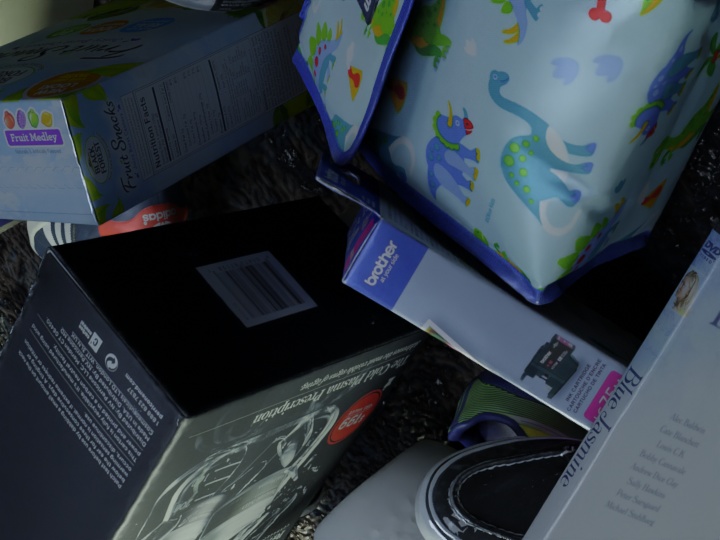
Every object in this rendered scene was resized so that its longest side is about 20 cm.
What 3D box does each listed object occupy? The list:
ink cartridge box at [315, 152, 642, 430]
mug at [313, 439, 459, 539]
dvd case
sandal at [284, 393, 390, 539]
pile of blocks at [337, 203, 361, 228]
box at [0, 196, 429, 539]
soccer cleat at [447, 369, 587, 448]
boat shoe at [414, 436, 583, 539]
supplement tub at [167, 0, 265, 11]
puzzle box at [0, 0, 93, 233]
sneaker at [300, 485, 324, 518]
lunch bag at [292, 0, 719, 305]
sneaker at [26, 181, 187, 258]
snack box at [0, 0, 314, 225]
[{"bbox_3d":[0.057,0.013,0.626,0.199,0.119,0.042,33,100,-6],"label":"ink cartridge box"},{"bbox_3d":[0.039,0.208,0.745,0.176,0.199,0.148,51,159,13],"label":"mug"},{"bbox_3d":[0.161,0.092,0.581,0.141,0.018,0.202,23,104,-23],"label":"dvd case"},{"bbox_3d":[-0.059,0.123,0.817,0.075,0.200,0.045,44,179,-23],"label":"sandal"},{"bbox_3d":[0.000,0.000,0.745,0.199,0.062,0.083,-20,102,45],"label":"pile of blocks"},{"bbox_3d":[-0.088,0.074,0.658,0.104,0.199,0.183,46,122,19],"label":"box"},{"bbox_3d":[0.123,0.139,0.711,0.200,0.084,0.065,48,135,5],"label":"soccer cleat"},{"bbox_3d":[0.127,0.113,0.641,0.197,0.073,0.068,6,155,-1],"label":"boat shoe"},{"bbox_3d":[-0.056,-0.233,0.606,0.122,0.122,0.201,40,133,13],"label":"supplement tub"},{"bbox_3d":[-0.227,-0.104,0.820,0.025,0.133,0.202,33,132,18],"label":"puzzle box"},{"bbox_3d":[-0.075,0.072,0.838,0.082,0.071,0.202,-19,102,52],"label":"sneaker"},{"bbox_3d":[0.060,-0.116,0.586,0.200,0.127,0.172,41,130,25],"label":"lunch bag"},{"bbox_3d":[-0.159,-0.014,0.828,0.200,0.074,0.086,-34,74,64],"label":"sneaker"},{"bbox_3d":[-0.133,-0.094,0.700,0.167,0.200,0.069,4,119,37],"label":"snack box"}]
